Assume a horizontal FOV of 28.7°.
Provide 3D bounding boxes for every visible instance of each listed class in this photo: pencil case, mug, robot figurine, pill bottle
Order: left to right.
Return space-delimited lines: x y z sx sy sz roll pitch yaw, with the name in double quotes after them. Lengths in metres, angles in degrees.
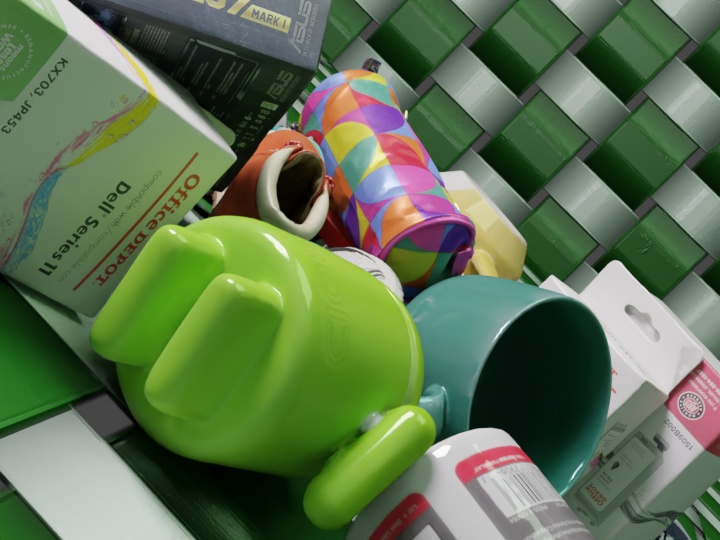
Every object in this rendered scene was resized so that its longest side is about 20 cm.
-0.042 0.042 0.700 0.175 0.116 0.200 36 6 31 "robot figurine"
0.020 -0.068 1.031 0.088 0.088 0.201 36 22 -43 "pencil case"
0.066 0.010 1.170 0.187 0.153 0.149 53 9 33 "mug"
0.073 0.072 0.954 0.114 0.153 0.185 15 -20 45 "mug"
0.088 0.184 0.685 0.200 0.111 0.111 51 11 29 "pill bottle"

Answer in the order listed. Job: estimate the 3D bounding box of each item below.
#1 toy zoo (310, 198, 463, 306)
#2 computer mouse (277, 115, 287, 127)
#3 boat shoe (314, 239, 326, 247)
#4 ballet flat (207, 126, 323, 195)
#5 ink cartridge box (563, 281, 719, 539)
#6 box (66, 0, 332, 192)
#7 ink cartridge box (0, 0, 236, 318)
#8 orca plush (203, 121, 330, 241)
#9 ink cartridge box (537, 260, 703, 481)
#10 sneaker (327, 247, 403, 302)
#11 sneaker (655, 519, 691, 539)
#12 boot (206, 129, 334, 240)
0.000 0.000 1.032 0.199 0.021 0.131 -16 56 -40 "toy zoo"
-0.084 -0.127 1.202 0.044 0.201 0.110 0 15 -3 "computer mouse"
-0.030 -0.083 1.222 0.066 0.072 0.201 27 -36 12 "boat shoe"
-0.119 -0.075 0.989 0.199 0.064 0.076 12 61 -27 "ballet flat"
0.201 0.133 1.114 0.147 0.200 0.083 51 15 30 "ink cartridge box"
-0.120 -0.115 0.768 0.157 0.051 0.200 16 -20 -15 "box"
-0.144 -0.056 0.680 0.200 0.117 0.067 34 12 -47 "ink cartridge box"
-0.059 -0.066 1.086 0.200 0.105 0.071 36 -2 -39 "orca plush"
0.147 0.088 1.063 0.117 0.200 0.067 50 11 29 "ink cartridge box"
-0.026 0.033 0.876 0.087 0.076 0.200 35 24 -22 "sneaker"
0.284 0.283 1.232 0.200 0.070 0.109 46 7 -15 "sneaker"
-0.048 -0.048 0.897 0.075 0.107 0.200 39 32 -12 "boot"
